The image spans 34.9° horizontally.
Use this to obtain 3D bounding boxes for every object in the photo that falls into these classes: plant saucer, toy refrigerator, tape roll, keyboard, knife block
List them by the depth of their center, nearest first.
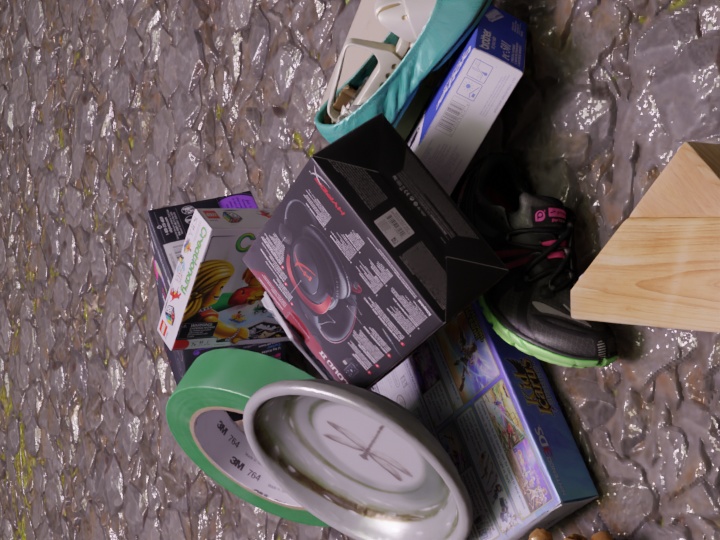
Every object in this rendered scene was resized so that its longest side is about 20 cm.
[{"bbox_3d":[0.237,0.015,0.695,0.200,0.064,0.176,-58,46,37],"label":"knife block"},{"bbox_3d":[0.004,0.144,0.900,0.199,0.050,0.201,21,143,17],"label":"plant saucer"},{"bbox_3d":[0.043,-0.198,0.955,0.070,0.076,0.201,53,130,40],"label":"toy refrigerator"},{"bbox_3d":[-0.032,0.085,0.997,0.011,0.200,0.056,-39,52,-3],"label":"keyboard"},{"bbox_3d":[-0.080,0.155,1.044,0.200,0.200,0.048,-28,25,51],"label":"tape roll"}]

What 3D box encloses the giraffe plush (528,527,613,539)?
[{"bbox_3d":[0.136,0.266,0.783,0.200,0.172,0.163,123,155,-52],"label":"giraffe plush"}]

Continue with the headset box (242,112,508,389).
[{"bbox_3d":[0.000,0.000,0.870,0.149,0.075,0.200,51,148,6],"label":"headset box"}]

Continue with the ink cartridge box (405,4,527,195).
[{"bbox_3d":[0.065,-0.105,0.912,0.200,0.044,0.094,-60,8,34],"label":"ink cartridge box"}]

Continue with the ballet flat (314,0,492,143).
[{"bbox_3d":[0.028,-0.169,0.880,0.200,0.070,0.067,-52,29,28],"label":"ballet flat"}]

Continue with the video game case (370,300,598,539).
[{"bbox_3d":[0.085,0.130,0.925,0.181,0.045,0.201,-49,53,45],"label":"video game case"}]

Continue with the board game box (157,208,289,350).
[{"bbox_3d":[-0.069,0.005,1.007,0.035,0.199,0.127,49,129,39],"label":"board game box"}]

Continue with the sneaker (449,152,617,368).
[{"bbox_3d":[0.125,-0.010,0.842,0.200,0.076,0.084,59,138,34],"label":"sneaker"}]

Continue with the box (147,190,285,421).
[{"bbox_3d":[-0.138,0.041,1.122,0.122,0.106,0.201,-118,21,-44],"label":"box"}]
